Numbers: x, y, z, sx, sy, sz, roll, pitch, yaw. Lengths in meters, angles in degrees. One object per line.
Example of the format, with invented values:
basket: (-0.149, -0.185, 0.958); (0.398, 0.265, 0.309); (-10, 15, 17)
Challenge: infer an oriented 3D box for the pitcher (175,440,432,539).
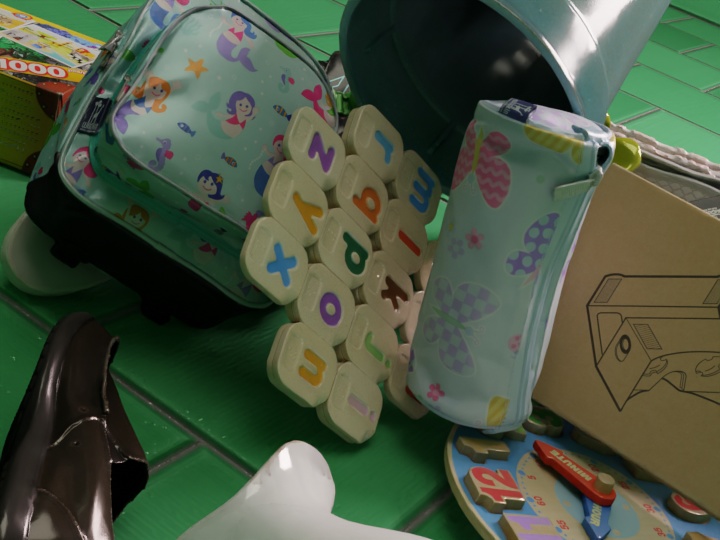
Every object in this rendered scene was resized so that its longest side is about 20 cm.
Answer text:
pitcher: (-0.015, 0.172, 0.445); (0.171, 0.122, 0.199); (-29, 38, -31)

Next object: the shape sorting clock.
shape sorting clock: (0.144, 0.143, 0.671); (0.197, 0.040, 0.201); (15, 26, -7)

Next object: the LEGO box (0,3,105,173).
LEGO box: (-0.313, -0.166, 0.932); (0.198, 0.078, 0.149); (21, 26, 5)

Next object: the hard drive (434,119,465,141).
hard drive: (0.062, -0.093, 0.962); (0.033, 0.141, 0.200); (26, 26, -1)

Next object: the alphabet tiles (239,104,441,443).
alphabet tiles: (0.000, 0.000, 0.698); (0.014, 0.202, 0.195); (-7, -35, 39)

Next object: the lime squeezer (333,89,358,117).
lime squeezer: (-0.003, -0.146, 0.860); (0.198, 0.071, 0.038); (9, 50, -27)

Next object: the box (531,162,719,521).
box: (0.203, 0.046, 0.703); (0.199, 0.164, 0.021); (32, -2, 25)

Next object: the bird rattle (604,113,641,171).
bird rattle: (0.159, -0.025, 0.891); (0.162, 0.200, 0.114); (26, 56, -19)

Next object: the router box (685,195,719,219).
router box: (0.273, 0.024, 0.762); (0.197, 0.062, 0.152); (-12, 71, -4)

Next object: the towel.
towel: (0.212, -0.049, 0.946); (0.198, 0.192, 0.032); (23, 58, 10)

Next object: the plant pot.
plant pot: (0.119, -0.179, 0.781); (0.199, 0.201, 0.197); (28, 61, 21)

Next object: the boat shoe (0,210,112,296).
boat shoe: (-0.184, -0.039, 0.796); (0.199, 0.075, 0.092); (-37, 13, -37)

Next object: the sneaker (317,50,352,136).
sneaker: (0.009, -0.159, 0.930); (0.199, 0.075, 0.080); (-33, 90, -28)

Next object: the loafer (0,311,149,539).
loafer: (-0.143, 0.098, 0.550); (0.071, 0.073, 0.201); (21, 29, -16)

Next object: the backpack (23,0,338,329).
backpack: (-0.103, -0.088, 0.723); (0.177, 0.150, 0.202); (34, 54, -22)

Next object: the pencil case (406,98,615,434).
pencil case: (0.090, -0.004, 0.671); (0.090, 0.202, 0.083); (26, 21, 29)
